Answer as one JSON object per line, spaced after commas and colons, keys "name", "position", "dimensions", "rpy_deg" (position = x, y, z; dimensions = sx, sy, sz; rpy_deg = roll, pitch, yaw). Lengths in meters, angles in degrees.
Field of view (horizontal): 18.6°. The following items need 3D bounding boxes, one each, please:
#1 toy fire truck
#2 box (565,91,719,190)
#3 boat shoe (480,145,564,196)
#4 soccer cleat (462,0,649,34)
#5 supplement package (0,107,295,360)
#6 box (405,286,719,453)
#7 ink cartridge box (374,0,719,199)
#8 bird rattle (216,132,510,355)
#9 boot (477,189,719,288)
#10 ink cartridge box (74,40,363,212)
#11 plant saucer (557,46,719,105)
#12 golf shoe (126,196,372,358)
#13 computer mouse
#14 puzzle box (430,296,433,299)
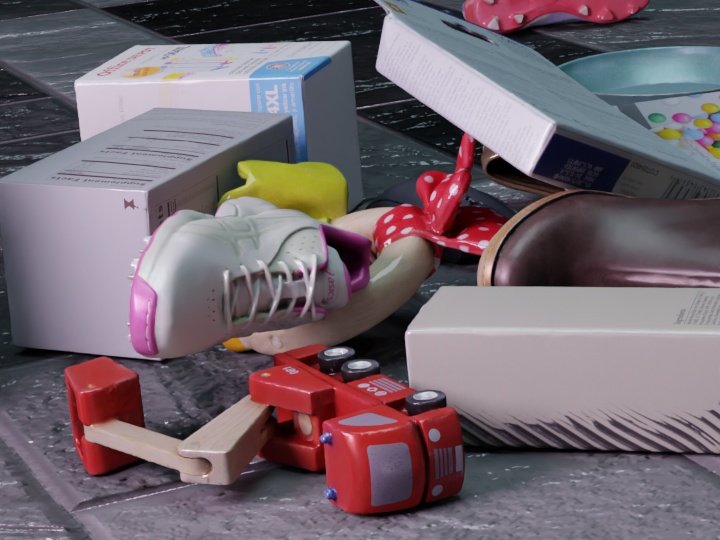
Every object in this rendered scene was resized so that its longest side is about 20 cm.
{"name": "toy fire truck", "position": [-0.054, 0.082, 1.129], "dimensions": [0.141, 0.049, 0.200], "rpy_deg": [-14, 19, -28]}
{"name": "box", "position": [0.243, -0.061, 1.466], "dimensions": [0.200, 0.041, 0.156], "rpy_deg": [-7, 38, -13]}
{"name": "boat shoe", "position": [0.183, -0.071, 1.575], "dimensions": [0.200, 0.072, 0.072], "rpy_deg": [4, 34, 22]}
{"name": "soccer cleat", "position": [0.204, -0.285, 2.304], "dimensions": [0.200, 0.067, 0.076], "rpy_deg": [-11, 13, -13]}
{"name": "supplement package", "position": [-0.131, -0.028, 1.414], "dimensions": [0.110, 0.114, 0.200], "rpy_deg": [4, 18, 24]}
{"name": "box", "position": [0.130, 0.050, 1.152], "dimensions": [0.200, 0.068, 0.082], "rpy_deg": [0, 16, 18]}
{"name": "ink cartridge box", "position": [0.105, -0.101, 1.367], "dimensions": [0.200, 0.041, 0.200], "rpy_deg": [14, 21, -48]}
{"name": "bird rattle", "position": [0.000, 0.000, 1.338], "dimensions": [0.200, 0.113, 0.163], "rpy_deg": [4, 40, 37]}
{"name": "boot", "position": [0.185, -0.004, 1.222], "dimensions": [0.200, 0.072, 0.166], "rpy_deg": [-12, 15, -34]}
{"name": "ink cartridge box", "position": [-0.114, -0.095, 1.618], "dimensions": [0.200, 0.125, 0.129], "rpy_deg": [1, 17, 16]}
{"name": "plant saucer", "position": [0.261, -0.156, 1.885], "dimensions": [0.200, 0.036, 0.200], "rpy_deg": [-4, 17, 1]}
{"name": "golf shoe", "position": [-0.058, 0.003, 1.201], "dimensions": [0.092, 0.075, 0.200], "rpy_deg": [7, 17, 20]}
{"name": "computer mouse", "position": [0.095, -0.042, 1.519], "dimensions": [0.140, 0.046, 0.200], "rpy_deg": [-17, 20, -33]}
{"name": "puzzle box", "position": [0.156, 0.026, 1.306], "dimensions": [0.200, 0.025, 0.133], "rpy_deg": [-10, 17, -18]}
